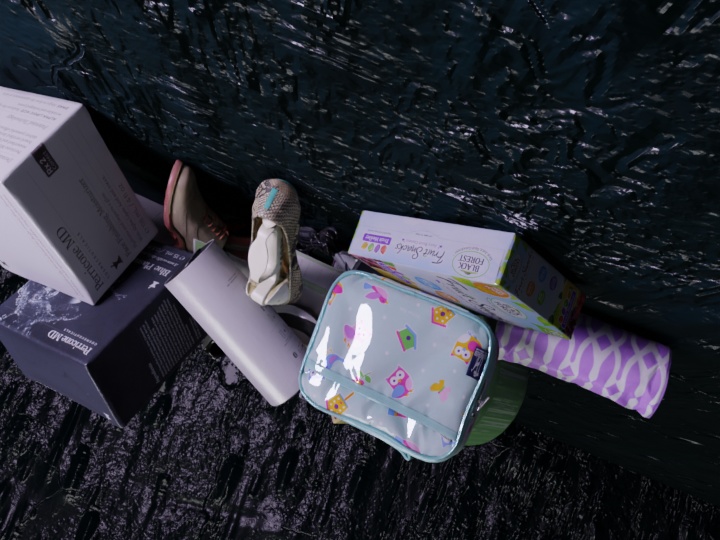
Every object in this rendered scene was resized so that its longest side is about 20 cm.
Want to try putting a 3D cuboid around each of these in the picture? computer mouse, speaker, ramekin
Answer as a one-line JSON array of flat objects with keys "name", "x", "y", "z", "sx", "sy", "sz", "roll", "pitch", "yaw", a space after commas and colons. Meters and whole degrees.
[{"name": "computer mouse", "x": 0.000, "y": 0.000, "z": 0.973, "sx": 0.198, "sy": 0.045, "sz": 0.109, "roll": 29, "pitch": 167, "yaw": -32}, {"name": "speaker", "x": -0.141, "y": 0.062, "z": 0.889, "sx": 0.201, "sy": 0.081, "sz": 0.081, "roll": 50, "pitch": 162, "yaw": -14}, {"name": "ramekin", "x": 0.123, "y": 0.130, "z": 0.968, "sx": 0.096, "sy": 0.205, "sz": 0.198, "roll": 19, "pitch": 174, "yaw": -39}]

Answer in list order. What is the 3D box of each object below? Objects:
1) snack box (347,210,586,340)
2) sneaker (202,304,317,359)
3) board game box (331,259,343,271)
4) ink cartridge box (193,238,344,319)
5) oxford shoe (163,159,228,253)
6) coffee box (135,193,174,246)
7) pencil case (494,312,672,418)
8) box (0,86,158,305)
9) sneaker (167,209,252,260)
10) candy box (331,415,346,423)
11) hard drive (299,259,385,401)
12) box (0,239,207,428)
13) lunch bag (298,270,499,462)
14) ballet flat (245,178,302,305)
[{"name": "snack box", "x": 0.100, "y": 0.002, "z": 0.731, "sx": 0.198, "sy": 0.054, "sz": 0.141, "roll": 13, "pitch": 168, "yaw": 47}, {"name": "sneaker", "x": -0.127, "y": 0.091, "z": 0.986, "sx": 0.196, "sy": 0.081, "sz": 0.074, "roll": 0, "pitch": 144, "yaw": 34}, {"name": "board game box", "x": 0.032, "y": 0.073, "z": 1.073, "sx": 0.196, "sy": 0.122, "sz": 0.032, "roll": 23, "pitch": -171, "yaw": -4}, {"name": "ink cartridge box", "x": -0.120, "y": 0.012, "z": 0.974, "sx": 0.196, "sy": 0.049, "sz": 0.146, "roll": 26, "pitch": 153, "yaw": -1}, {"name": "oxford shoe", "x": -0.201, "y": -0.067, "z": 0.940, "sx": 0.073, "sy": 0.072, "sz": 0.201, "roll": 12, "pitch": 153, "yaw": 2}, {"name": "coffee box", "x": -0.347, "y": 0.016, "z": 1.188, "sx": 0.196, "sy": 0.201, "sz": 0.200, "roll": 23, "pitch": -165, "yaw": -7}, {"name": "pencil case", "x": 0.237, "y": 0.093, "z": 0.815, "sx": 0.196, "sy": 0.084, "sz": 0.087, "roll": 21, "pitch": 134, "yaw": 16}, {"name": "box", "x": -0.382, "y": -0.091, "z": 0.881, "sx": 0.196, "sy": 0.132, "sz": 0.201, "roll": 16, "pitch": 146, "yaw": 30}, {"name": "sneaker", "x": -0.210, "y": -0.031, "z": 1.071, "sx": 0.197, "sy": 0.089, "sz": 0.073, "roll": 14, "pitch": -148, "yaw": 39}, {"name": "candy box", "x": 0.030, "y": 0.105, "z": 0.959, "sx": 0.054, "sy": 0.118, "sz": 0.199, "roll": 10, "pitch": 143, "yaw": -43}, {"name": "hard drive", "x": 0.019, "y": 0.074, "z": 0.860, "sx": 0.132, "sy": 0.203, "sz": 0.042, "roll": 21, "pitch": 164, "yaw": 14}, {"name": "box", "x": -0.319, "y": 0.060, "z": 0.945, "sx": 0.193, "sy": 0.201, "sz": 0.119, "roll": 16, "pitch": 139, "yaw": 29}, {"name": "lunch bag", "x": 0.041, "y": 0.102, "z": 0.776, "sx": 0.196, "sy": 0.164, "sz": 0.077, "roll": 22, "pitch": 174, "yaw": 17}, {"name": "ballet flat", "x": -0.101, "y": -0.010, "z": 0.823, "sx": 0.066, "sy": 0.076, "sz": 0.202, "roll": 18, "pitch": 141, "yaw": 9}]
